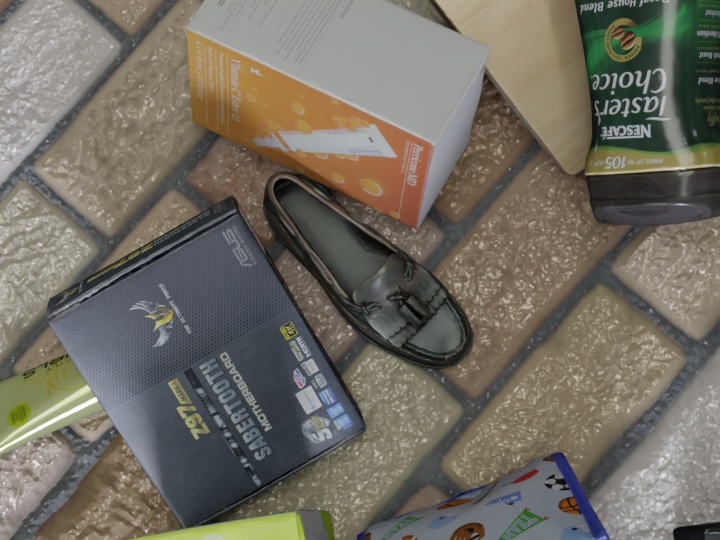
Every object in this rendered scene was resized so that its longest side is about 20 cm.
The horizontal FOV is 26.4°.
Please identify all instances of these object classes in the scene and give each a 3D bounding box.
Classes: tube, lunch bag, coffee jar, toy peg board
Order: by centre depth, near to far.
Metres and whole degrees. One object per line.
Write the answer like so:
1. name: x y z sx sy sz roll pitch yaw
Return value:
1. lunch bag: 0.092 0.211 1.058 0.170 0.200 0.124 -24 110 0
2. coffee jar: 0.207 -0.132 1.080 0.104 0.085 0.200 -3 94 33
3. tube: -0.206 0.083 1.170 0.200 0.058 0.052 -23 90 3
4. toy peg board: 0.168 -0.210 1.174 0.200 0.098 0.199 -39 95 -1

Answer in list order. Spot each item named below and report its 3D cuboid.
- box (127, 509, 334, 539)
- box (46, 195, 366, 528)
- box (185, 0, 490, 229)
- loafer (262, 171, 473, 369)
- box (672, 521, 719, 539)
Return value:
1. box: -0.087 0.198 1.065 0.122 0.200 0.048 -11 80 3
2. box: -0.111 0.070 1.122 0.158 0.051 0.200 -29 107 1
3. box: -0.019 -0.137 1.140 0.200 0.124 0.098 26 63 9
4. loafer: 0.000 0.000 1.158 0.200 0.063 0.072 41 86 10
5. box: 0.277 0.226 1.025 0.106 0.200 0.122 -6 80 4
